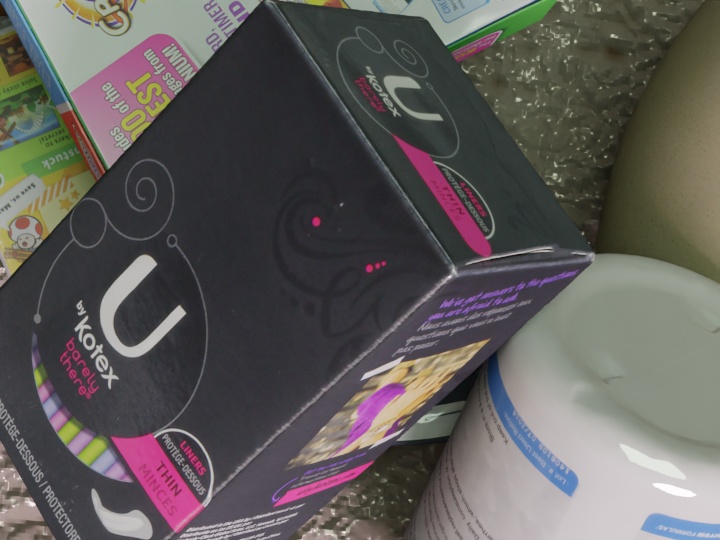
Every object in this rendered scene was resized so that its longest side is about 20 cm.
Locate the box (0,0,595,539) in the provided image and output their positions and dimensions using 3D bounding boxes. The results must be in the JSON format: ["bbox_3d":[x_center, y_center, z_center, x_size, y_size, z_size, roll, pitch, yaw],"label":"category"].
[{"bbox_3d":[-0.036,0.013,0.728,0.200,0.106,0.122,-44,69,27],"label":"box"}]

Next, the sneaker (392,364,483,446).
[{"bbox_3d":[0.000,0.000,0.857,0.202,0.077,0.146,-7,101,-9],"label":"sneaker"}]

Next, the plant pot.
[{"bbox_3d":[0.181,-0.016,0.862,0.134,0.200,0.200,-40,92,19],"label":"plant pot"}]

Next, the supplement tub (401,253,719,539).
[{"bbox_3d":[0.089,0.105,0.797,0.132,0.200,0.132,14,38,-11],"label":"supplement tub"}]

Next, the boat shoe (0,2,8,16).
[{"bbox_3d":[-0.081,-0.156,0.855,0.200,0.071,0.069,-7,87,-10],"label":"boat shoe"}]

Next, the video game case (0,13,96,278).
[{"bbox_3d":[-0.097,-0.108,0.894,0.200,0.023,0.182,-24,88,-12],"label":"video game case"}]

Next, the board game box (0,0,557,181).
[{"bbox_3d":[-0.042,-0.129,0.800,0.200,0.040,0.153,-27,85,-11],"label":"board game box"}]
